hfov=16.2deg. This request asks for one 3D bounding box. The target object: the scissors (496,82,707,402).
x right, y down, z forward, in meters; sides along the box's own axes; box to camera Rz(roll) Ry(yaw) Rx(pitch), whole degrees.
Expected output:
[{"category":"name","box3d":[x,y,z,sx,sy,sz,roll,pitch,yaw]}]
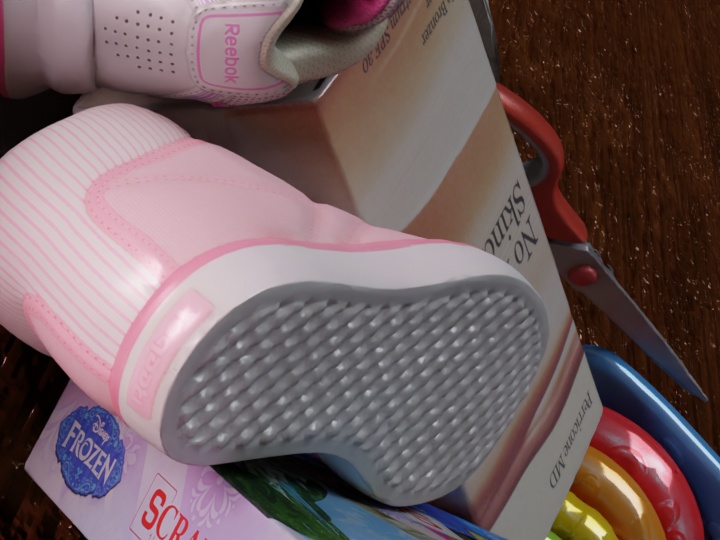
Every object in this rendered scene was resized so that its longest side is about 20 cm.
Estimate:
[{"category":"scissors","box3d":[0.075,-0.008,0.871,0.200,0.073,0.014,32,42,-29]}]

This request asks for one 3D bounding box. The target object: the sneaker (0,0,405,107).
[{"category":"sneaker","box3d":[-0.018,-0.098,0.699,0.088,0.082,0.200,19,43,17]}]

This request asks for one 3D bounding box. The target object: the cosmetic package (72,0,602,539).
[{"category":"cosmetic package","box3d":[0.000,0.000,0.794,0.104,0.087,0.200,-61,141,-42]}]

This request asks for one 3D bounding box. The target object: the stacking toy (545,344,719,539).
[{"category":"stacking toy","box3d":[0.047,0.117,0.863,0.110,0.116,0.200,45,31,4]}]

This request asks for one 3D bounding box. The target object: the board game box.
[{"category":"board game box","box3d":[0.031,0.103,0.669,0.200,0.041,0.199,26,3,-30]}]

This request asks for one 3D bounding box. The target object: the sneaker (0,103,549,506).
[{"category":"sneaker","box3d":[-0.028,0.005,0.675,0.105,0.076,0.200,34,10,28]}]

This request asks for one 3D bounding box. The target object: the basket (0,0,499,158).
[{"category":"basket","box3d":[-0.051,-0.071,0.915,0.200,0.136,0.181,-10,93,-63]}]
